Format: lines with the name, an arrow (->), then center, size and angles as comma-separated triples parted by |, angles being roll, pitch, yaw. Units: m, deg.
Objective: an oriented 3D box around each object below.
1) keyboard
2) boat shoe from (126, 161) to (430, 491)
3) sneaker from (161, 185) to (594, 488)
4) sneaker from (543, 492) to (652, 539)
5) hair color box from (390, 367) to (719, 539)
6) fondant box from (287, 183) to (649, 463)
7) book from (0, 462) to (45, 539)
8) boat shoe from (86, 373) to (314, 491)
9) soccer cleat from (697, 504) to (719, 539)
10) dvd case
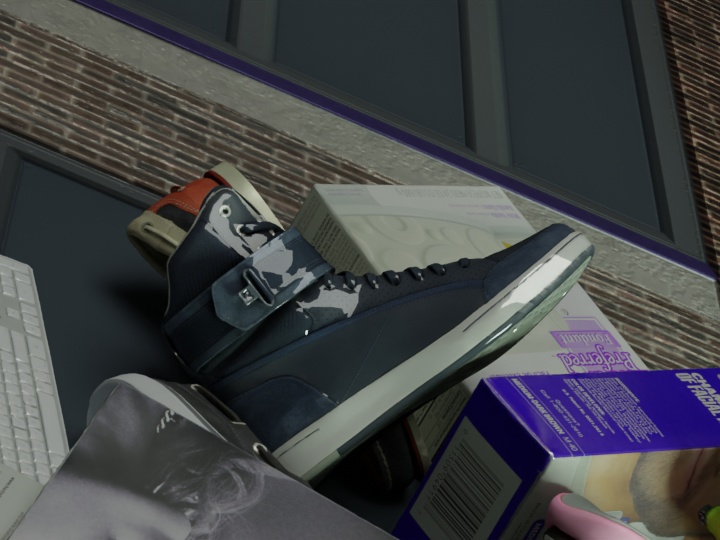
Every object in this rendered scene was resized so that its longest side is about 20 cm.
keyboard -> -0.169, 0.047, 1.389 | 0.056, 0.011, 0.200 | 16, 30, -24
boat shoe -> -0.039, 0.036, 1.477 | 0.062, 0.071, 0.200 | -32, 74, -19
sneaker -> 0.000, 0.000, 1.414 | 0.146, 0.202, 0.077 | 55, -9, 11
sneaker -> 0.138, 0.190, 1.377 | 0.200, 0.096, 0.079 | 40, -10, -27
hair color box -> 0.121, 0.109, 1.453 | 0.200, 0.110, 0.065 | -2, 40, -45
fondant box -> 0.065, 0.039, 1.555 | 0.144, 0.058, 0.200 | -1, 44, -43
book -> -0.106, 0.164, 1.210 | 0.200, 0.048, 0.134 | 30, 30, 3
boat shoe -> -0.047, 0.115, 1.334 | 0.066, 0.070, 0.200 | -4, 34, -45
soccer cleat -> 0.233, 0.143, 1.463 | 0.081, 0.068, 0.200 | 22, -5, 29
dvd case -> -0.077, 0.142, 1.201 | 0.148, 0.016, 0.200 | 29, 41, 2
